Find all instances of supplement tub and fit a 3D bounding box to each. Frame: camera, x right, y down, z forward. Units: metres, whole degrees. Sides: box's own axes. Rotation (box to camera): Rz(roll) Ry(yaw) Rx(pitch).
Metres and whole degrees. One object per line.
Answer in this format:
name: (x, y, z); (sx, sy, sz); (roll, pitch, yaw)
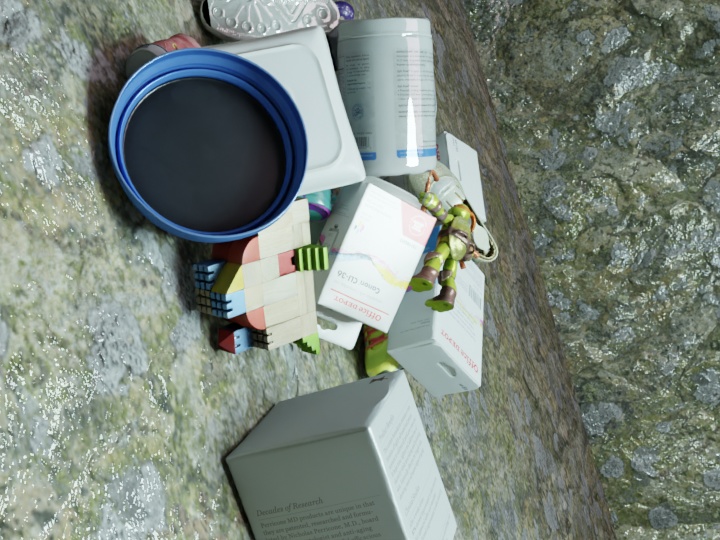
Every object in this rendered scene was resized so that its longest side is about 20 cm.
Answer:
supplement tub: (0.036, -0.231, 1.301); (0.132, 0.131, 0.202); (-24, 114, -71)

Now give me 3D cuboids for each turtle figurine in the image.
turtle figurine: (0.125, -0.028, 1.315); (0.200, 0.064, 0.162); (56, 47, -49)

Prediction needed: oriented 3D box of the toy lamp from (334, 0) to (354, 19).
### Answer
toy lamp: (-0.035, -0.389, 1.675); (0.058, 0.058, 0.201); (55, 27, -42)

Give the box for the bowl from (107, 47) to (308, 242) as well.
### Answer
bowl: (-0.151, -0.122, 0.962); (0.039, 0.199, 0.203); (140, -60, -64)

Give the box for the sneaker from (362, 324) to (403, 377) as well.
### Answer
sneaker: (0.028, 0.087, 1.441); (0.091, 0.078, 0.201); (52, 22, -25)

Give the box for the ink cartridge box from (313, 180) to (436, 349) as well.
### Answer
ink cartridge box: (0.000, 0.000, 1.217); (0.116, 0.067, 0.202); (24, 89, -30)

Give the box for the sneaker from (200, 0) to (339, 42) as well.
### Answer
sneaker: (-0.139, -0.328, 1.311); (0.198, 0.146, 0.081); (-8, 91, -27)

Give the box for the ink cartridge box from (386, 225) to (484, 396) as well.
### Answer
ink cartridge box: (0.113, 0.062, 1.407); (0.145, 0.084, 0.201); (45, 39, -41)

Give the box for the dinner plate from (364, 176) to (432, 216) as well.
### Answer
dinner plate: (0.022, -0.118, 1.426); (0.024, 0.199, 0.200); (-66, 154, -2)

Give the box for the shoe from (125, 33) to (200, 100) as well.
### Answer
shoe: (-0.174, -0.161, 1.055); (0.201, 0.071, 0.091); (63, 30, -15)

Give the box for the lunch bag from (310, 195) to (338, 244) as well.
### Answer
lunch bag: (-0.009, -0.024, 1.344); (0.200, 0.076, 0.162); (-17, 109, -71)

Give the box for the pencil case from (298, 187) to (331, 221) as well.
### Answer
pencil case: (-0.083, -0.164, 1.209); (0.085, 0.092, 0.202); (4, 80, -42)

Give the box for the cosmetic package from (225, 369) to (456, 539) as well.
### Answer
cosmetic package: (-0.012, 0.242, 1.035); (0.167, 0.165, 0.202); (-41, 114, -70)

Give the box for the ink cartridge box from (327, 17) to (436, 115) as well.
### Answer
ink cartridge box: (0.011, -0.298, 1.451); (0.200, 0.198, 0.041); (74, 22, -60)

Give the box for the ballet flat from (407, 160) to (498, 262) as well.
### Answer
ballet flat: (0.145, -0.089, 1.430); (0.200, 0.067, 0.062); (49, -10, -28)

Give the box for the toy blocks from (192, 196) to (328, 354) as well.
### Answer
toy blocks: (-0.115, 0.008, 1.023); (0.136, 0.099, 0.202); (-19, 111, -44)

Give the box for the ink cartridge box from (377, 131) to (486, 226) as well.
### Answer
ink cartridge box: (0.101, -0.108, 1.576); (0.083, 0.199, 0.146); (23, 49, -37)

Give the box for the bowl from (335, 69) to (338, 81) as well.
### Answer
bowl: (0.018, -0.203, 1.432); (0.201, 0.199, 0.095); (50, 24, -48)

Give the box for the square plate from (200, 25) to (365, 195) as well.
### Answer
square plate: (-0.104, -0.182, 1.136); (0.028, 0.198, 0.200); (-21, -95, 68)
